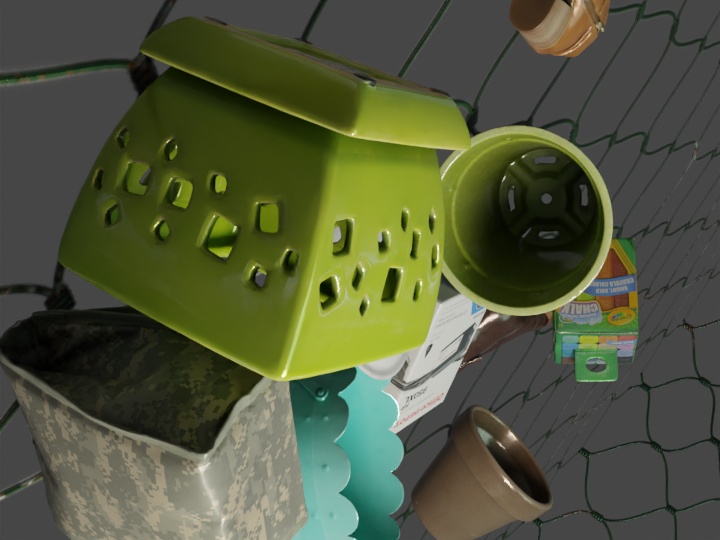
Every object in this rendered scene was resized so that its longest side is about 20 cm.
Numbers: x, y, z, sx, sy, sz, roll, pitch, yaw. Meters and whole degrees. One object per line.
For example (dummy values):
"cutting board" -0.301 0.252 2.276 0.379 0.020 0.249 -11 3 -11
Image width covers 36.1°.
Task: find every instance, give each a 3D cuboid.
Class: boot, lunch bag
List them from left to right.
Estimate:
"lunch bag" -0.147 0.117 0.752 0.118 0.199 0.165 -50 146 -43
"boot" 0.193 0.083 1.588 0.166 0.072 0.200 -41 157 -3
"boot" 0.241 -0.304 1.119 0.201 0.077 0.155 -59 155 15

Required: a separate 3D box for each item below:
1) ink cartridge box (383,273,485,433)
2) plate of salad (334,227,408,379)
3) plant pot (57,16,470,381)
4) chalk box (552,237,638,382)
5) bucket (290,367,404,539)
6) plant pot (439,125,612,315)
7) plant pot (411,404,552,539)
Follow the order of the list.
"ink cartridge box" 0.065 0.079 1.280 0.144 0.084 0.201 -23 141 -51
"plate of salad" 0.000 0.000 1.004 0.200 0.048 0.202 34 51 -56
"plant pot" -0.050 -0.057 0.738 0.199 0.199 0.183 -5 117 -61
"chalk box" 0.350 0.067 1.659 0.124 0.124 0.201 72 18 -62
"bucket" -0.045 0.177 1.037 0.207 0.134 0.209 -4 90 -75
"plant pot" 0.194 -0.068 1.242 0.201 0.199 0.190 -63 168 19
"plant pot" 0.180 0.346 1.763 0.175 0.201 0.200 -43 160 17
